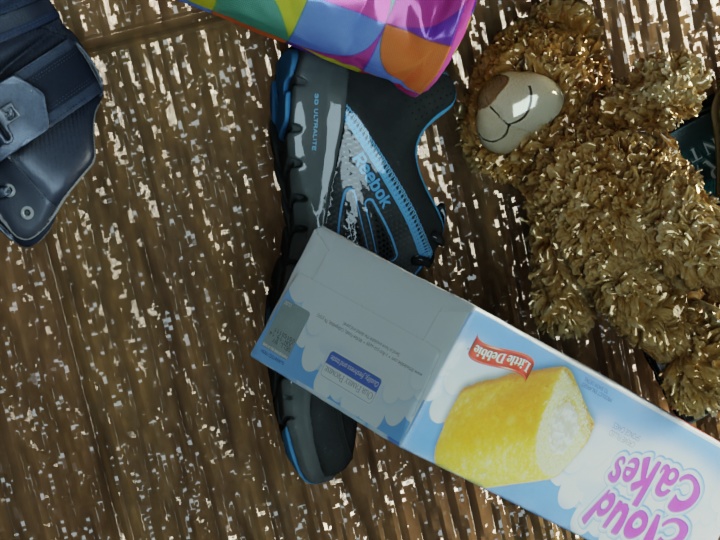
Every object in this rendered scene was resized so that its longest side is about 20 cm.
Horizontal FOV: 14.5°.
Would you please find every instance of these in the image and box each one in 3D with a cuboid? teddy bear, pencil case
[{"bbox_3d":[0.111,-0.028,1.220,0.067,0.145,0.200,-20,79,-37],"label":"teddy bear"},{"bbox_3d":[-0.044,-0.146,1.198,0.200,0.088,0.089,23,100,-8],"label":"pencil case"}]

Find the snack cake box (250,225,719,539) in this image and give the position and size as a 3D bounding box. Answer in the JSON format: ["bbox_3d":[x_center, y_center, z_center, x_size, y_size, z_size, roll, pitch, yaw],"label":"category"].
[{"bbox_3d":[0.064,0.060,1.226,0.200,0.115,0.067,28,89,-40],"label":"snack cake box"}]

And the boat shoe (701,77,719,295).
[{"bbox_3d":[0.177,0.007,1.272,0.068,0.072,0.201,6,95,-6],"label":"boat shoe"}]

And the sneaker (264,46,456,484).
[{"bbox_3d":[0.000,0.000,1.260,0.082,0.073,0.201,1,105,-10],"label":"sneaker"}]

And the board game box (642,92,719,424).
[{"bbox_3d":[0.210,-0.031,1.313,0.200,0.028,0.136,-27,107,-2],"label":"board game box"}]

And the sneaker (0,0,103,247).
[{"bbox_3d":[-0.207,-0.055,1.207,0.202,0.077,0.146,-31,105,-2],"label":"sneaker"}]
